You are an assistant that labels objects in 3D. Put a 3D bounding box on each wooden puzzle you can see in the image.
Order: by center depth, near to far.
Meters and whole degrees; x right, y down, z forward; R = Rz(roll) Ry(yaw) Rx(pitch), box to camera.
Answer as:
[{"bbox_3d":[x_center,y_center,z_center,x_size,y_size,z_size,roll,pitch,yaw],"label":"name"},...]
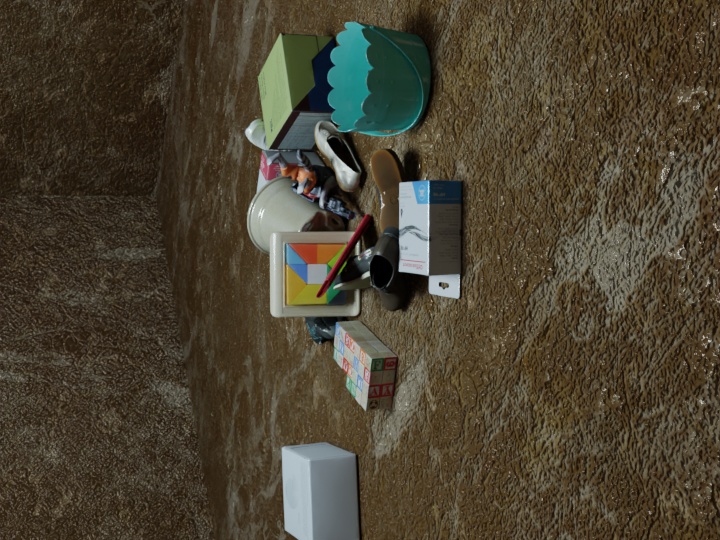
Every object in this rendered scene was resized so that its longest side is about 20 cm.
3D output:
[{"bbox_3d":[-0.098,0.009,1.813,0.037,0.198,0.187,-135,45,-83],"label":"wooden puzzle"}]

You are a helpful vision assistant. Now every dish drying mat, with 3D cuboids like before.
[{"bbox_3d":[-0.032,-0.030,1.723,0.201,0.018,0.077,-60,3,-37],"label":"dish drying mat"}]

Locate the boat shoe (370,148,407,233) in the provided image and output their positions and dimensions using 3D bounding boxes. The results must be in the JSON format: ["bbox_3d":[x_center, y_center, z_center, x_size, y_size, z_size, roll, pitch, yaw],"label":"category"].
[{"bbox_3d":[0.069,-0.131,1.576,0.070,0.070,0.202,-23,-76,-75],"label":"boat shoe"}]

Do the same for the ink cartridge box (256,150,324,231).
[{"bbox_3d":[-0.179,-0.186,2.052,0.084,0.144,0.202,-124,39,-52],"label":"ink cartridge box"}]

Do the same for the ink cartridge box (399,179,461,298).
[{"bbox_3d":[0.120,-0.054,1.448,0.116,0.066,0.202,-173,82,-66],"label":"ink cartridge box"}]

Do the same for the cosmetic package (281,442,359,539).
[{"bbox_3d":[-0.094,0.516,1.928,0.200,0.122,0.202,173,95,-68],"label":"cosmetic package"}]

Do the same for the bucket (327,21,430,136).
[{"bbox_3d":[0.034,-0.352,1.545,0.207,0.133,0.210,178,90,-68],"label":"bucket"}]

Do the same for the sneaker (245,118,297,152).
[{"bbox_3d":[-0.198,-0.309,2.063,0.075,0.199,0.081,-53,45,10],"label":"sneaker"}]

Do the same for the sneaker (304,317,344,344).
[{"bbox_3d":[-0.080,0.135,1.957,0.200,0.075,0.080,-147,44,-70],"label":"sneaker"}]

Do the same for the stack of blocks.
[{"bbox_3d":[0.005,0.196,1.751,0.200,0.058,0.116,-139,51,-60],"label":"stack of blocks"}]

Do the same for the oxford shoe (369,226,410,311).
[{"bbox_3d":[0.046,0.015,1.557,0.072,0.085,0.201,19,142,24],"label":"oxford shoe"}]

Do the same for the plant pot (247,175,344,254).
[{"bbox_3d":[-0.133,-0.100,1.929,0.183,0.199,0.203,32,121,49],"label":"plant pot"}]

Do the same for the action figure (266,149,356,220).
[{"bbox_3d":[-0.085,-0.190,1.807,0.199,0.193,0.105,28,101,29],"label":"action figure"}]

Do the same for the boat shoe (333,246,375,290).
[{"bbox_3d":[0.002,0.000,1.727,0.201,0.073,0.064,-29,66,58],"label":"boat shoe"}]

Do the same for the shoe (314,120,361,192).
[{"bbox_3d":[-0.045,-0.263,1.829,0.201,0.069,0.054,65,150,29],"label":"shoe"}]

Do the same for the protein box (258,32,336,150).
[{"bbox_3d":[-0.142,-0.415,1.960,0.200,0.134,0.201,140,124,-61],"label":"protein box"}]
